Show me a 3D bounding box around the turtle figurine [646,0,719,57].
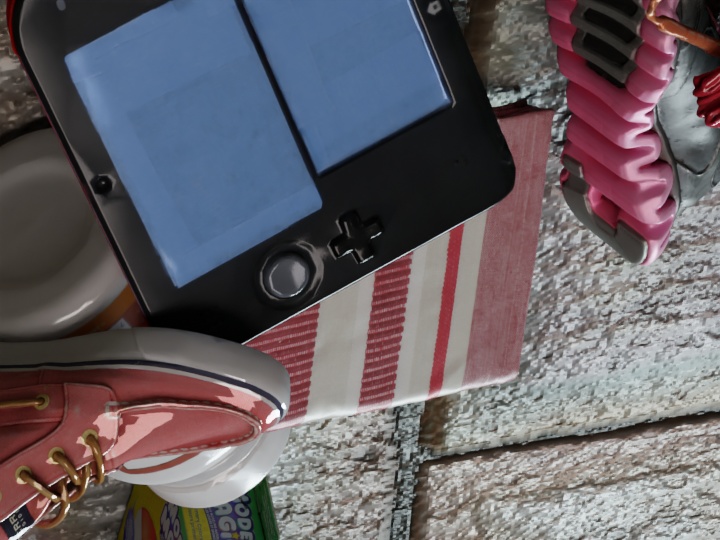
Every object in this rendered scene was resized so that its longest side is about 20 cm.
[{"bbox_3d":[0.209,-0.178,1.228,0.200,0.064,0.161,-16,149,-34],"label":"turtle figurine"}]

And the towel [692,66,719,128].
[{"bbox_3d":[0.235,-0.108,1.294,0.145,0.023,0.200,-33,168,21],"label":"towel"}]

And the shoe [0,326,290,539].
[{"bbox_3d":[-0.131,0.080,1.227,0.200,0.091,0.072,0,149,8],"label":"shoe"}]

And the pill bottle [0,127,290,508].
[{"bbox_3d":[-0.109,0.030,1.340,0.112,0.112,0.200,-23,143,10],"label":"pill bottle"}]

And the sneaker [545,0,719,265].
[{"bbox_3d":[0.142,-0.096,1.318,0.095,0.079,0.200,-31,146,-21],"label":"sneaker"}]

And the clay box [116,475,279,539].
[{"bbox_3d":[-0.089,0.153,1.501,0.048,0.115,0.200,-1,140,-18],"label":"clay box"}]

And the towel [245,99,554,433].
[{"bbox_3d":[0.000,0.000,1.321,0.200,0.023,0.144,-10,116,-36],"label":"towel"}]

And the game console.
[{"bbox_3d":[-0.040,-0.076,1.209,0.177,0.031,0.200,-26,119,-5],"label":"game console"}]
